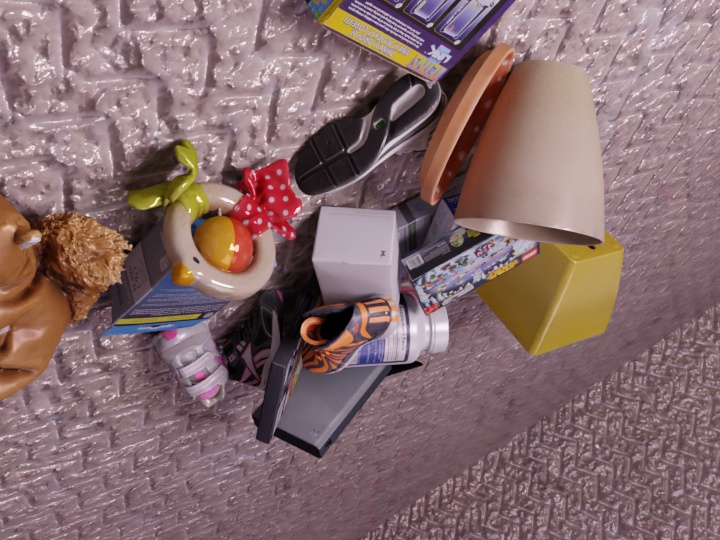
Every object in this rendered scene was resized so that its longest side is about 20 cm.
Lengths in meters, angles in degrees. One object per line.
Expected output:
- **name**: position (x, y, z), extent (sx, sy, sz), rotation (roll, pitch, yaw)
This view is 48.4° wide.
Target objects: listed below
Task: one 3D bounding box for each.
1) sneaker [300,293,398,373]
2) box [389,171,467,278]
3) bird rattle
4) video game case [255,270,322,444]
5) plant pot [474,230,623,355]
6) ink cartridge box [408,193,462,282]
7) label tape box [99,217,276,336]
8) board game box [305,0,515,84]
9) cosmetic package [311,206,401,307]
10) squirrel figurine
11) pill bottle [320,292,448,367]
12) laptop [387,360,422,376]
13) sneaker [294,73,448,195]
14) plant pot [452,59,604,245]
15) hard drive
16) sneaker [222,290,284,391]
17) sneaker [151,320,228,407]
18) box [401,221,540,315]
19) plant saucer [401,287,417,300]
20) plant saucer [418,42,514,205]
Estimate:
- **sneaker**: position (-0.047, 0.086, 1.080), extent (0.111, 0.079, 0.200), rotation (-2, 153, -41)
- **box**: position (0.109, -0.065, 1.205), extent (0.198, 0.042, 0.157), rotation (-26, 154, -8)
- **bird rattle**: position (-0.147, -0.044, 0.852), extent (0.112, 0.166, 0.198), rotation (-25, 152, 35)
- **video game case**: position (-0.103, 0.129, 1.186), extent (0.202, 0.025, 0.182), rotation (106, 5, -46)
- **plant pot**: position (0.341, -0.002, 1.406), extent (0.197, 0.201, 0.178), rotation (-12, 138, -33)
- **ink cartridge box**: position (0.141, -0.039, 1.188), extent (0.093, 0.045, 0.201), rotation (-16, 151, -23)
- **label tape box**: position (-0.215, 0.010, 0.958), extent (0.142, 0.067, 0.199), rotation (-2, 158, -44)
- **board game box**: position (0.063, -0.279, 0.762), extent (0.165, 0.057, 0.199), rotation (-42, 153, 26)
- **cosmetic package**: position (0.000, 0.000, 1.109), extent (0.106, 0.086, 0.201), rotation (5, 153, 6)
- **squirrel figurine**: position (-0.331, -0.005, 0.778), extent (0.199, 0.141, 0.188), rotation (-28, 147, -39)
- **pill bottle**: position (0.034, 0.092, 1.259), extent (0.196, 0.113, 0.112), rotation (-2, 148, -11)
- **laptop**: position (-0.005, 0.224, 1.513), extent (0.175, 0.105, 0.199), rotation (-13, -168, -33)
- **sneaker**: position (0.024, -0.141, 0.941), extent (0.199, 0.076, 0.115), rotation (-32, 160, 15)
- **plant pot**: position (0.221, -0.146, 0.988), extent (0.184, 0.204, 0.187), rotation (10, 178, 0)
- **hard drive**: position (-0.059, 0.194, 1.279), extent (0.200, 0.138, 0.033), rotation (-47, 140, -35)
- **sneaker**: position (-0.162, 0.112, 1.194), extent (0.085, 0.081, 0.202), rotation (6, 131, -9)
- **sneaker**: position (-0.230, 0.133, 1.139), extent (0.080, 0.089, 0.201), rotation (-28, 154, -4)
- **box**: position (0.162, -0.020, 1.146), extent (0.198, 0.040, 0.137), rotation (-29, 153, 1)
- **plant saucer**: position (0.051, 0.095, 1.414), extent (0.198, 0.051, 0.201), rotation (-24, 154, -12)
- **plant saucer**: position (0.120, -0.173, 0.941), extent (0.202, 0.032, 0.201), rotation (-59, 172, -13)
